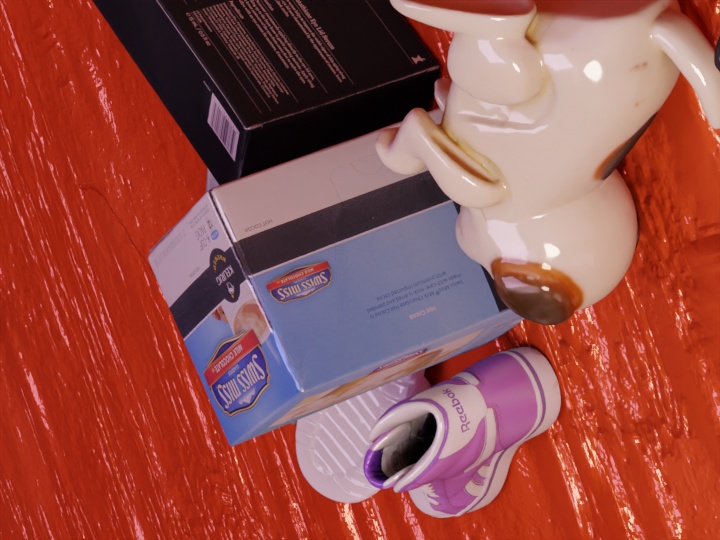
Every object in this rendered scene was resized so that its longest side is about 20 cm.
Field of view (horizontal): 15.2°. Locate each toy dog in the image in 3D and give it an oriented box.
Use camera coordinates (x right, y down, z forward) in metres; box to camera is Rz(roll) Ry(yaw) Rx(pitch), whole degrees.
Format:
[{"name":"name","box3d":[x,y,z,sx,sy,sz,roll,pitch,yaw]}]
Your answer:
[{"name":"toy dog","box3d":[0.107,-0.074,1.453,0.193,0.140,0.201,13,126,17]}]

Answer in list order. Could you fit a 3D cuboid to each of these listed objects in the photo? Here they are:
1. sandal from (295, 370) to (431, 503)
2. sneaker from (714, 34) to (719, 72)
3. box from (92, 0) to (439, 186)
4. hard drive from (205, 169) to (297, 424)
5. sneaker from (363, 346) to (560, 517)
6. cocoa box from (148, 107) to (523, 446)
[{"name":"sandal","box3d":[0.016,0.077,1.803,0.082,0.050,0.203,41,131,22]},{"name":"sneaker","box3d":[0.196,-0.128,1.294,0.200,0.060,0.104,57,146,19]},{"name":"box","box3d":[-0.064,-0.153,1.690,0.200,0.141,0.079,55,152,29]},{"name":"hard drive","box3d":[-0.066,-0.007,1.913,0.140,0.033,0.201,49,147,37]},{"name":"sneaker","box3d":[0.040,0.114,1.703,0.073,0.114,0.201,59,153,18]},{"name":"cocoa box","box3d":[0.000,0.000,1.602,0.132,0.199,0.133,66,153,7]}]
